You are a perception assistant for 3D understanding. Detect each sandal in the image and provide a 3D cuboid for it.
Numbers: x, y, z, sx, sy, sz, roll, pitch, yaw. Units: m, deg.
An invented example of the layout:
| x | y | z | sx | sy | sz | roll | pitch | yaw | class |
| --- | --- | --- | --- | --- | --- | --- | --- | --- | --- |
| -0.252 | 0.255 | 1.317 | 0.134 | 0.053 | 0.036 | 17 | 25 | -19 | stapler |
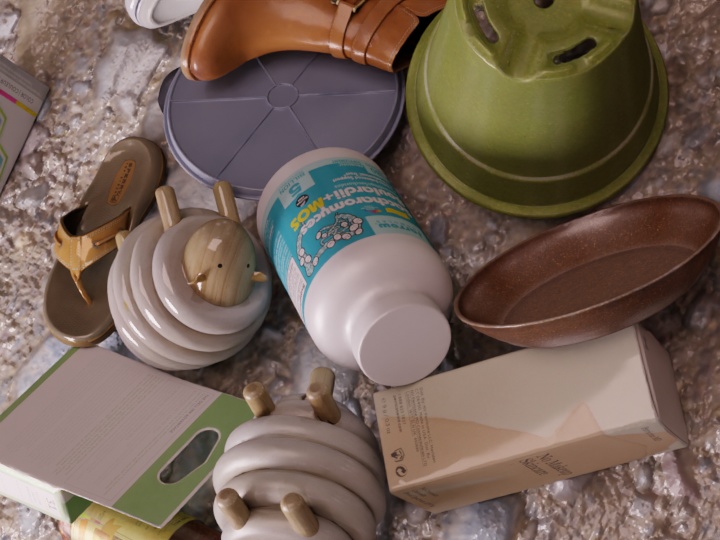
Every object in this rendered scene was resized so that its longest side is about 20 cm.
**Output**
| x | y | z | sx | sy | sz | roll | pitch | yaw | class |
| --- | --- | --- | --- | --- | --- | --- | --- | --- | --- |
| -0.220 | -0.032 | 1.478 | 0.080 | 0.054 | 0.200 | 6 | 66 | 24 | sandal |

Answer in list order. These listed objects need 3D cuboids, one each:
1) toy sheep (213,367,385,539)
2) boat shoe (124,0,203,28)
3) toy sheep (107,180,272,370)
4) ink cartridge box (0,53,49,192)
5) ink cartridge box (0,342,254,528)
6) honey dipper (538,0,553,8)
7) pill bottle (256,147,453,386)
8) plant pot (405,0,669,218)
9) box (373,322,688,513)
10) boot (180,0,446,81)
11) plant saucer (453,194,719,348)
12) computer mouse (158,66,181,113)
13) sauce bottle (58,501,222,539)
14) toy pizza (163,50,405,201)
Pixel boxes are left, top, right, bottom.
| x | y | z | sx | sy | sz | roll | pitch | yaw | class |
| --- | --- | --- | --- | --- | --- | --- | --- | --- | --- |
| -0.043 | 0.153 | 1.277 | 0.138 | 0.138 | 0.200 | -1 | 52 | 25 | toy sheep |
| -0.110 | -0.263 | 1.509 | 0.200 | 0.074 | 0.067 | -37 | 59 | 9 | boat shoe |
| -0.137 | 0.013 | 1.390 | 0.200 | 0.138 | 0.138 | 137 | 133 | -58 | toy sheep |
| -0.362 | -0.099 | 1.552 | 0.059 | 0.104 | 0.200 | 20 | 81 | 30 | ink cartridge box |
| -0.185 | 0.137 | 1.376 | 0.200 | 0.048 | 0.146 | 18 | 45 | 29 | ink cartridge box |
| 0.149 | -0.219 | 1.395 | 0.038 | 0.038 | 0.200 | 6 | 73 | 27 | honey dipper |
| 0.000 | 0.000 | 1.308 | 0.111 | 0.111 | 0.200 | -41 | 38 | 7 | pill bottle |
| 0.127 | -0.160 | 1.262 | 0.200 | 0.190 | 0.200 | -1 | 74 | 4 | plant pot |
| 0.121 | 0.105 | 1.259 | 0.200 | 0.095 | 0.078 | -18 | 66 | 20 | box |
| -0.031 | -0.191 | 1.425 | 0.155 | 0.077 | 0.200 | 37 | 61 | 26 | boot |
| 0.165 | 0.005 | 1.249 | 0.200 | 0.200 | 0.037 | -19 | 107 | 18 | plant saucer |
| -0.100 | -0.116 | 1.476 | 0.200 | 0.034 | 0.059 | 32 | 87 | 30 | computer mouse |
| -0.141 | 0.217 | 1.357 | 0.200 | 0.066 | 0.066 | 19 | 81 | 31 | sauce bottle |
| -0.061 | -0.133 | 1.446 | 0.200 | 0.032 | 0.200 | -5 | 55 | 7 | toy pizza |
